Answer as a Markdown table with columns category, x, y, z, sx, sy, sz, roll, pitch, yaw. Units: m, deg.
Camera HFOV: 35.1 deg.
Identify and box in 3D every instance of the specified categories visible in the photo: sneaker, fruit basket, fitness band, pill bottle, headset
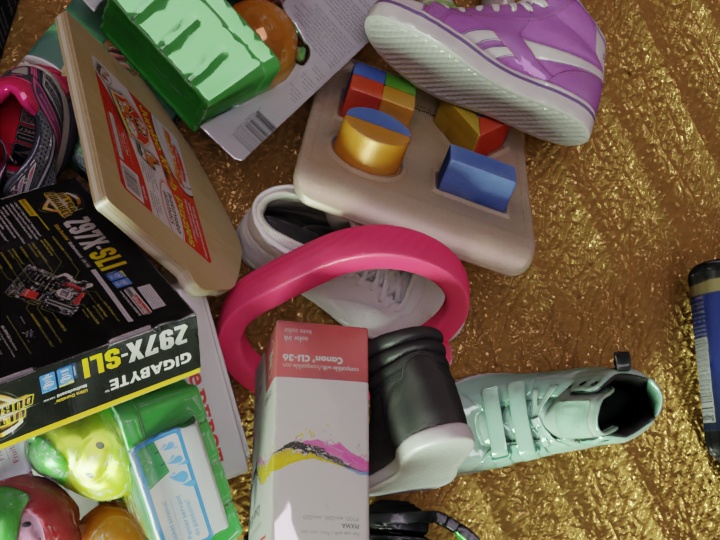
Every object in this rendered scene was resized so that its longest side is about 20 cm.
| category | x | y | z | sx | sy | sz | roll | pitch | yaw |
| --- | --- | --- | --- | --- | --- | --- | --- | --- | --- |
| sneaker | -0.257 | -0.048 | 0.826 | 0.079 | 0.075 | 0.204 | 8 | 102 | 2 |
| sneaker | 0.030 | 0.102 | 0.819 | 0.069 | 0.201 | 0.101 | -7 | 68 | -14 |
| fruit basket | -0.177 | 0.156 | 0.709 | 0.198 | 0.093 | 0.188 | -24 | 106 | -34 |
| sneaker | 0.131 | 0.109 | 0.868 | 0.197 | 0.118 | 0.075 | -13 | 85 | -10 |
| sneaker | 0.102 | -0.187 | 0.889 | 0.198 | 0.073 | 0.116 | 23 | 72 | -16 |
| sneaker | 0.000 | 0.000 | 0.864 | 0.197 | 0.116 | 0.075 | 22 | 76 | -6 |
| fruit basket | -0.091 | -0.208 | 0.863 | 0.185 | 0.094 | 0.200 | 46 | 61 | -5 |
| fitness band | -0.013 | 0.037 | 0.833 | 0.144 | 0.198 | 0.038 | 44 | 32 | -35 |
| pill bottle | 0.327 | 0.092 | 0.909 | 0.110 | 0.112 | 0.204 | -3 | 81 | -10 |
| headset | 0.010 | 0.225 | 0.840 | 0.197 | 0.094 | 0.125 | 23 | 77 | 7 |

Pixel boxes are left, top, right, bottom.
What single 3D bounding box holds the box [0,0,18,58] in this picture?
| category | x | y | z | sx | sy | sz | roll | pitch | yaw |
| --- | --- | --- | --- | --- | --- | --- | --- | --- | --- |
| box | -0.337 | -0.213 | 0.843 | 0.145 | 0.104 | 0.203 | 16 | 79 | -7 |

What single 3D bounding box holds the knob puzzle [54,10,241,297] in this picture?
| category | x | y | z | sx | sy | sz | roll | pitch | yaw |
| --- | --- | --- | --- | --- | --- | --- | --- | --- | --- |
| knob puzzle | -0.145 | -0.058 | 0.797 | 0.030 | 0.220 | 0.222 | -29 | 87 | 11 |

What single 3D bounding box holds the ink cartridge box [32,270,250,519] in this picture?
| category | x | y | z | sx | sy | sz | roll | pitch | yaw |
| --- | --- | --- | --- | --- | --- | --- | --- | --- | --- |
| ink cartridge box | -0.194 | 0.097 | 0.814 | 0.197 | 0.084 | 0.149 | -16 | 100 | -13 |

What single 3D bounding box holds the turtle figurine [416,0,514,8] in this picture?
| category | x | y | z | sx | sy | sz | roll | pitch | yaw |
| --- | --- | --- | --- | --- | --- | --- | --- | --- | --- |
| turtle figurine | 0.115 | -0.294 | 0.903 | 0.197 | 0.143 | 0.198 | 12 | 97 | 31 |

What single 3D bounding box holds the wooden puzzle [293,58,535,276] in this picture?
| category | x | y | z | sx | sy | sz | roll | pitch | yaw |
| --- | --- | --- | --- | --- | --- | --- | --- | --- | --- |
| wooden puzzle | 0.049 | -0.096 | 0.869 | 0.182 | 0.047 | 0.201 | 19 | 36 | -7 |

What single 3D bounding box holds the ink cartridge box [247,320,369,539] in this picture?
| category | x | y | z | sx | sy | sz | roll | pitch | yaw |
| --- | --- | --- | --- | --- | --- | --- | --- | --- | --- |
| ink cartridge box | -0.037 | 0.149 | 0.759 | 0.066 | 0.117 | 0.204 | 5 | 67 | -11 |

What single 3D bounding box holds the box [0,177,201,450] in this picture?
| category | x | y | z | sx | sy | sz | roll | pitch | yaw |
| --- | --- | --- | --- | --- | --- | --- | --- | --- | --- |
| box | -0.213 | 0.021 | 0.713 | 0.158 | 0.200 | 0.050 | -19 | 128 | -29 |

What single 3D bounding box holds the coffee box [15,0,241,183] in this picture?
| category | x | y | z | sx | sy | sz | roll | pitch | yaw |
| --- | --- | --- | --- | --- | --- | --- | --- | --- | --- |
| coffee box | -0.179 | -0.171 | 0.895 | 0.122 | 0.044 | 0.201 | 38 | 77 | -3 |
